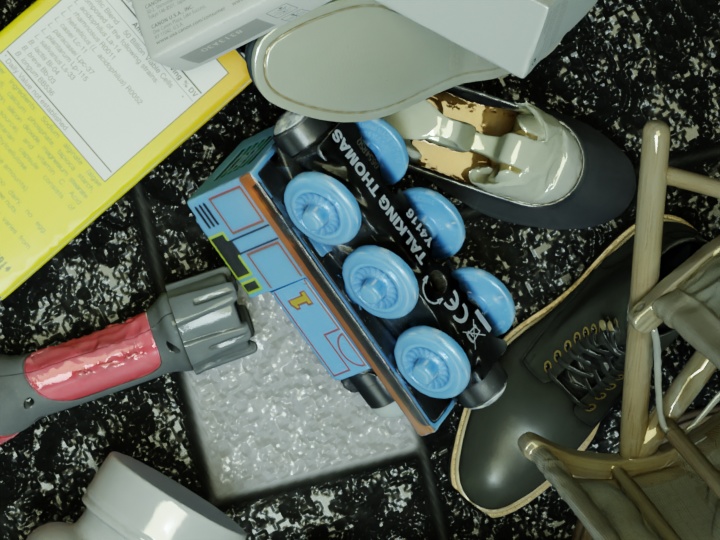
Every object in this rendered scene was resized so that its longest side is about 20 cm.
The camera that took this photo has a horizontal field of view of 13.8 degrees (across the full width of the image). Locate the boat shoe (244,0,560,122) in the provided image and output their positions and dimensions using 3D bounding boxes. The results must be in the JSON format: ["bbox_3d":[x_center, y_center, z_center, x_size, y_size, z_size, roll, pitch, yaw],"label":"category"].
[{"bbox_3d":[0.019,-0.133,1.605,0.199,0.062,0.075,-19,124,-27],"label":"boat shoe"}]

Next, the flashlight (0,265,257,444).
[{"bbox_3d":[-0.159,0.051,1.651,0.199,0.068,0.068,-20,116,1],"label":"flashlight"}]

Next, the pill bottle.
[{"bbox_3d":[-0.152,0.207,1.635,0.119,0.120,0.201,31,90,-4],"label":"pill bottle"}]

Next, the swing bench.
[{"bbox_3d":[0.191,0.057,1.483,0.129,0.199,0.201,15,105,-19],"label":"swing bench"}]

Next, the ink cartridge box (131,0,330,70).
[{"bbox_3d":[-0.062,-0.226,1.528,0.160,0.050,0.201,-24,74,24],"label":"ink cartridge box"}]

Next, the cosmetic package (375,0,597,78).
[{"bbox_3d":[0.040,-0.198,1.593,0.199,0.151,0.052,29,128,13],"label":"cosmetic package"}]

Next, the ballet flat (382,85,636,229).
[{"bbox_3d":[0.062,-0.071,1.663,0.199,0.073,0.074,20,91,-5],"label":"ballet flat"}]

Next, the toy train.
[{"bbox_3d":[0.000,0.000,1.641,0.200,0.114,0.087,54,45,-15],"label":"toy train"}]

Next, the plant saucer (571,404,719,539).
[{"bbox_3d":[0.218,0.177,1.703,0.198,0.029,0.202,0,91,-4],"label":"plant saucer"}]

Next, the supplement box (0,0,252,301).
[{"bbox_3d":[-0.164,-0.083,1.627,0.200,0.110,0.109,-41,94,-1],"label":"supplement box"}]

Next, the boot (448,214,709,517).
[{"bbox_3d":[0.122,0.052,1.636,0.077,0.138,0.201,34,90,-4],"label":"boot"}]
